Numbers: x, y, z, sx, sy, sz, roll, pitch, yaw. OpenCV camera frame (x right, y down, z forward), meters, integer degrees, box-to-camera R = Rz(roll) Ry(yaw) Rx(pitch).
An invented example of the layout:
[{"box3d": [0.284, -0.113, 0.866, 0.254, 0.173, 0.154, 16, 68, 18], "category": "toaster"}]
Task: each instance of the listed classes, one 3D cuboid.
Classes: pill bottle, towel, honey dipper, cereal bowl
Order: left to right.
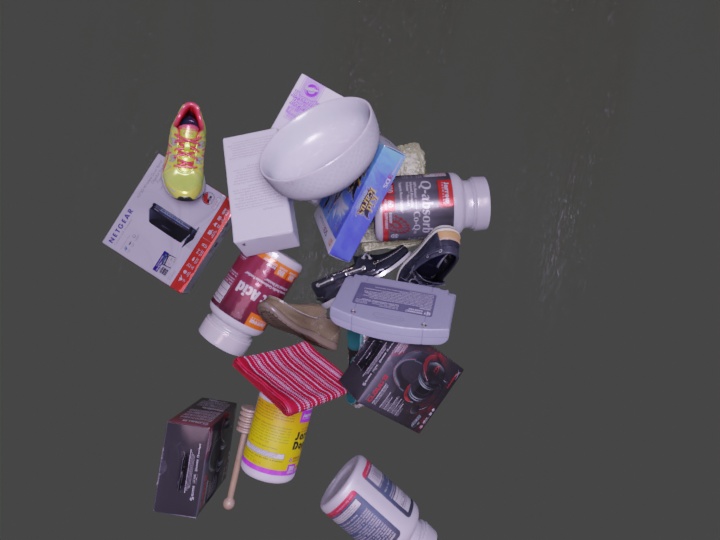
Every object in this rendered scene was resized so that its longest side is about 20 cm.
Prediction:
[{"box3d": [-0.232, 0.359, 1.013, 0.038, 0.038, 0.201, 13, 90, 0], "category": "honey dipper"}, {"box3d": [-0.204, 0.048, 0.979, 0.114, 0.114, 0.201, 32, 89, 0], "category": "pill bottle"}, {"box3d": [-0.147, 0.276, 0.981, 0.104, 0.104, 0.201, 15, 89, 0], "category": "pill bottle"}, {"box3d": [-0.108, 0.180, 0.919, 0.144, 0.200, 0.023, 35, 110, 26], "category": "towel"}, {"box3d": [-0.056, -0.181, 0.844, 0.199, 0.200, 0.084, -32, 131, -1], "category": "cereal bowl"}, {"box3d": [0.036, 0.449, 0.972, 0.200, 0.120, 0.120, 42, 89, 1], "category": "pill bottle"}, {"box3d": [0.057, -0.140, 1.024, 0.147, 0.036, 0.202, -5, 90, 0], "category": "towel"}, {"box3d": [0.122, -0.114, 0.947, 0.198, 0.116, 0.117, -4, 89, 1], "category": "pill bottle"}]

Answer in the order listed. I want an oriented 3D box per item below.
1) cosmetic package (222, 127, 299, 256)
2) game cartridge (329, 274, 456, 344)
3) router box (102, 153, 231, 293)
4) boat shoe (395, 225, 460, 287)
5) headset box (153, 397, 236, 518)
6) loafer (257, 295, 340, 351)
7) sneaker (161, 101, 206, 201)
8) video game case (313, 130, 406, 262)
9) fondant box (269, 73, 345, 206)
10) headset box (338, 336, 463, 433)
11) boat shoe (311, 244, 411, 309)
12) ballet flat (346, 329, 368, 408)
[{"box3d": [-0.172, -0.136, 0.921, 0.101, 0.071, 0.201, -10, 71, 1], "category": "cosmetic package"}, {"box3d": [0.055, 0.065, 0.896, 0.199, 0.133, 0.041, 10, 119, 12], "category": "game cartridge"}, {"box3d": [-0.355, -0.087, 1.012, 0.179, 0.049, 0.201, 32, 89, 0], "category": "router box"}, {"box3d": [0.118, 0.003, 0.954, 0.074, 0.200, 0.063, 11, 51, -19], "category": "boat shoe"}, {"box3d": [-0.286, 0.322, 0.931, 0.077, 0.200, 0.150, 8, 88, 0], "category": "headset box"}, {"box3d": [-0.106, 0.086, 0.966, 0.076, 0.200, 0.068, 6, 68, 38], "category": "loafer"}, {"box3d": [-0.316, -0.219, 0.958, 0.078, 0.090, 0.201, 2, 63, -20], "category": "sneaker"}, {"box3d": [-0.010, -0.142, 0.924, 0.045, 0.181, 0.201, 21, 110, -23], "category": "video game case"}, {"box3d": [-0.097, -0.246, 1.013, 0.144, 0.058, 0.201, 29, 88, 1], "category": "fondant box"}, {"box3d": [0.069, 0.183, 0.949, 0.200, 0.075, 0.149, 37, 88, -36], "category": "headset box"}, {"box3d": [0.000, 0.000, 1.001, 0.199, 0.076, 0.061, -32, 93, 0], "category": "boat shoe"}, {"box3d": [0.008, 0.158, 1.012, 0.071, 0.072, 0.202, 3, 91, 0], "category": "ballet flat"}]
